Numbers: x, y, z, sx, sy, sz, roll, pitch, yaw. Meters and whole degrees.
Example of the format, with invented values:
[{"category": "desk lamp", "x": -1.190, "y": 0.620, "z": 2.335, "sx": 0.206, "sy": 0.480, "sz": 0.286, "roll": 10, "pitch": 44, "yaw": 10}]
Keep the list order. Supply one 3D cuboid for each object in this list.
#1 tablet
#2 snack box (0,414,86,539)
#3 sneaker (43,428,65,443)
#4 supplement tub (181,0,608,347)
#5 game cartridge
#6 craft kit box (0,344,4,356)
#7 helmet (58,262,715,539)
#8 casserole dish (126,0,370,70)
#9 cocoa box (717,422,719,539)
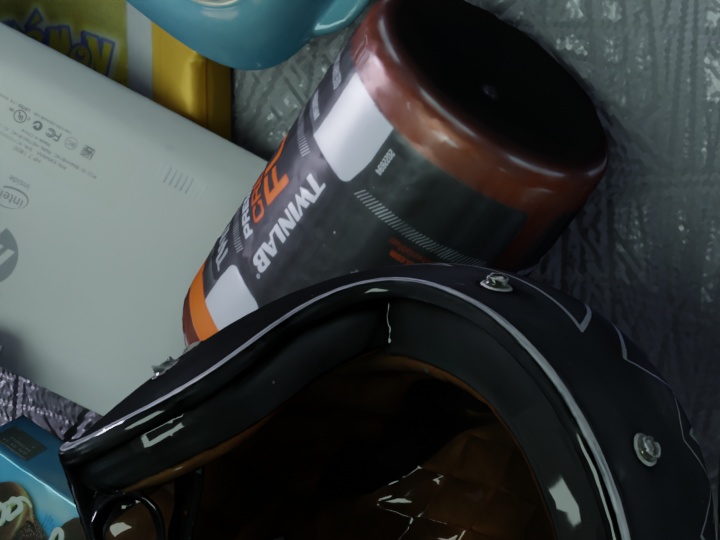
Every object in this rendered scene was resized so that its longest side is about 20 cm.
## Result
[{"category": "tablet", "x": -0.144, "y": -0.027, "z": 0.782, "sx": 0.199, "sy": 0.014, "sz": 0.131, "roll": 27, "pitch": 102, "yaw": -10}, {"category": "snack box", "x": -0.144, "y": 0.177, "z": 0.827, "sx": 0.116, "sy": 0.037, "sz": 0.201, "roll": 31, "pitch": 113, "yaw": 14}, {"category": "sneaker", "x": -0.172, "y": 0.172, "z": 0.902, "sx": 0.071, "sy": 0.072, "sz": 0.202, "roll": 17, "pitch": 113, "yaw": 24}, {"category": "supplement tub", "x": 0.000, "y": 0.000, "z": 0.730, "sx": 0.107, "sy": 0.107, "sz": 0.201, "roll": 43, "pitch": 120, "yaw": 14}, {"category": "game cartridge", "x": -0.135, "y": -0.082, "z": 0.833, "sx": 0.175, "sy": 0.032, "sz": 0.202, "roll": 8, "pitch": 108, "yaw": 29}, {"category": "craft kit box", "x": -0.266, "y": 0.056, "z": 0.834, "sx": 0.196, "sy": 0.049, "sz": 0.200, "roll": 22, "pitch": 151, "yaw": -9}, {"category": "helmet", "x": 0.015, "y": 0.090, "z": 0.613, "sx": 0.189, "sy": 0.200, "sz": 0.202, "roll": -20, "pitch": 90, "yaw": -12}, {"category": "casserole dish", "x": -0.073, "y": -0.166, "z": 0.745, "sx": 0.199, "sy": 0.039, "sz": 0.122, "roll": 38, "pitch": 97, "yaw": 17}, {"category": "cocoa box", "x": 0.223, "y": 0.042, "z": 0.591, "sx": 0.198, "sy": 0.133, "sz": 0.133, "roll": 7, "pitch": 107, "yaw": 29}]
